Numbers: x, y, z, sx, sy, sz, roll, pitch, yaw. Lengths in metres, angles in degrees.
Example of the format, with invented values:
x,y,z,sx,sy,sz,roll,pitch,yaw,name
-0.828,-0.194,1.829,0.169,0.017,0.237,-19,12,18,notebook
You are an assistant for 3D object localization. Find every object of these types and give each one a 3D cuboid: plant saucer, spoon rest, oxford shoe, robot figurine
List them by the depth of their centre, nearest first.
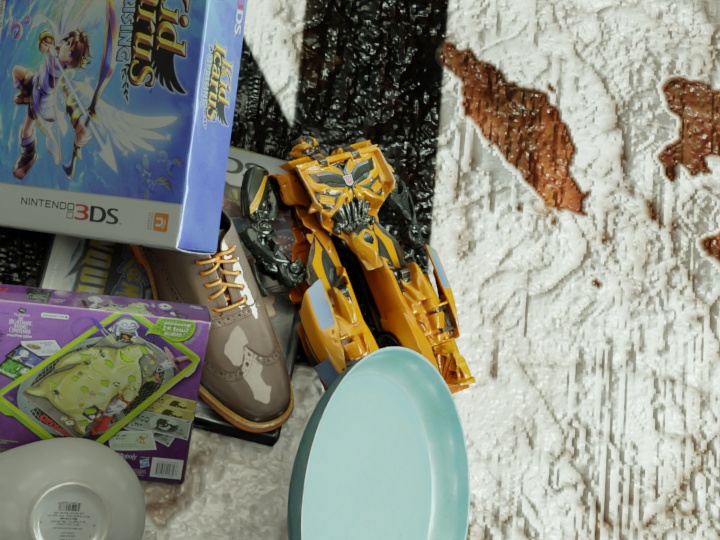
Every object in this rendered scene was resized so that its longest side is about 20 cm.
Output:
x,y,z,sx,sy,sz,roll,pitch,yaw,name
0.009,0.147,1.283,0.027,0.200,0.201,2,62,32,plant saucer
-0.233,0.150,1.288,0.199,0.061,0.100,8,90,-20,spoon rest
-0.101,0.012,1.335,0.071,0.073,0.200,-26,78,-21,oxford shoe
0.000,0.000,1.380,0.145,0.058,0.201,-18,85,-37,robot figurine

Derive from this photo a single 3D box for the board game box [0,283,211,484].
x,y,z,sx,sy,sz,roll,pitch,yaw,name
-0.202,0.070,1.301,0.199,0.120,0.032,7,27,-12,board game box

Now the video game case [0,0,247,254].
x,y,z,sx,sy,sz,roll,pitch,yaw,name
-0.164,-0.119,1.319,0.181,0.045,0.201,7,90,32,video game case

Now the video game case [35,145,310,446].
x,y,z,sx,sy,sz,roll,pitch,yaw,name
-0.123,0.002,1.387,0.180,0.026,0.201,15,67,-8,video game case
